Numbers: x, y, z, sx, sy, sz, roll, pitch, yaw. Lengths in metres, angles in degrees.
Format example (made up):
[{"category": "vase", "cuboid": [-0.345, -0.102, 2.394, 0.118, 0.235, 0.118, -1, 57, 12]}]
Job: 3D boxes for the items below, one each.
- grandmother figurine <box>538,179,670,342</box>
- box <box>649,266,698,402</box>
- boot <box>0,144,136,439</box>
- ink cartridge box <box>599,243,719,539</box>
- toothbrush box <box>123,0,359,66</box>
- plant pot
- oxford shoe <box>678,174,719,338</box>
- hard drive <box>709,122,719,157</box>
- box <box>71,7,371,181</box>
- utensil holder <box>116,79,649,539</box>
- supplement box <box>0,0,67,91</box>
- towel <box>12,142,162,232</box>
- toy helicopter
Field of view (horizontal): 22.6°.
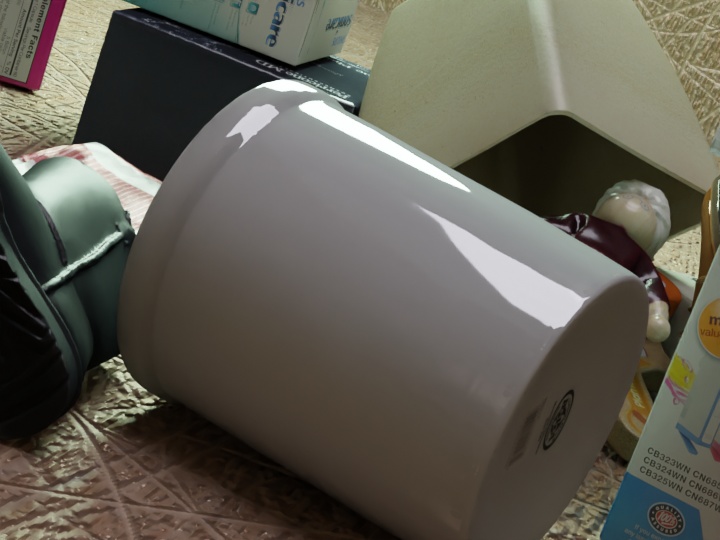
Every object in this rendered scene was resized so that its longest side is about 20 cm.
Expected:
[{"category": "grandmother figurine", "cuboid": [0.145, 0.001, 1.124, 0.121, 0.061, 0.200, 41, 40, 3]}, {"category": "box", "cuboid": [0.248, 0.071, 1.206, 0.068, 0.083, 0.200, 14, 16, -28]}, {"category": "boot", "cuboid": [-0.173, -0.031, 0.846, 0.202, 0.076, 0.168, 63, 10, -10]}, {"category": "ink cartridge box", "cuboid": [0.231, 0.068, 0.935, 0.128, 0.202, 0.125, 25, 14, 23]}, {"category": "toothbrush box", "cuboid": [-0.107, -0.230, 1.359, 0.198, 0.086, 0.146, 22, 14, 9]}, {"category": "plant pot", "cuboid": [0.116, -0.114, 1.272, 0.199, 0.179, 0.199, -26, -34, 37]}, {"category": "oxford shoe", "cuboid": [0.226, 0.026, 1.132, 0.071, 0.071, 0.202, 30, 48, -28]}, {"category": "hard drive", "cuboid": [0.283, -0.041, 0.947, 0.198, 0.027, 0.132, 23, 14, 10]}, {"category": "box", "cuboid": [-0.087, -0.116, 1.377, 0.195, 0.119, 0.200, 22, 15, 7]}, {"category": "utensil holder", "cuboid": [0.014, 0.028, 0.854, 0.199, 0.172, 0.169, 29, 16, 24]}, {"category": "supplement box", "cuboid": [-0.347, -0.230, 1.474, 0.198, 0.104, 0.101, 17, 13, -21]}, {"category": "towel", "cuboid": [-0.172, -0.031, 1.052, 0.143, 0.023, 0.199, 29, 26, 28]}, {"category": "toy helicopter", "cuboid": [0.151, 0.057, 1.149, 0.131, 0.079, 0.201, 22, 25, -21]}]
